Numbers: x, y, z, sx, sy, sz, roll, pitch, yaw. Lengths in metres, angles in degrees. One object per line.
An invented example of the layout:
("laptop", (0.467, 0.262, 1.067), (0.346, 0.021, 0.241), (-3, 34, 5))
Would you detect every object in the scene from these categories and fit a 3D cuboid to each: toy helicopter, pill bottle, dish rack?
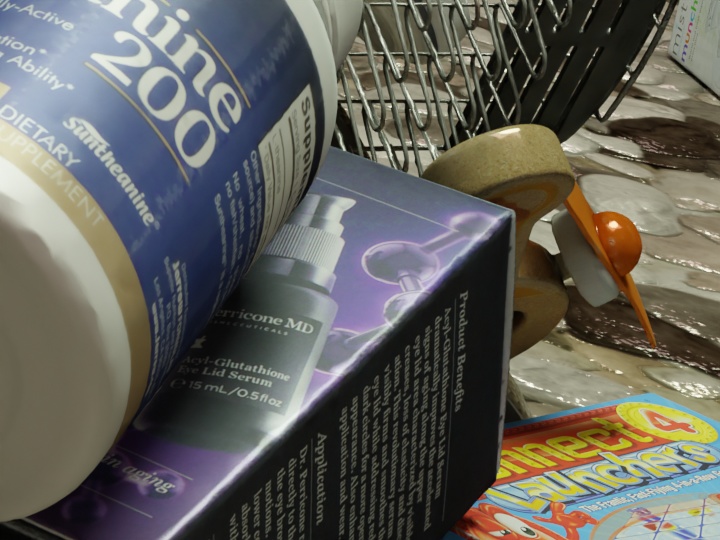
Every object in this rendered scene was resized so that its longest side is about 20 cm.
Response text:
("toy helicopter", (0.043, 0.000, 0.912), (0.132, 0.079, 0.200), (-14, -18, -11))
("pill bottle", (-0.072, -0.034, 0.718), (0.110, 0.111, 0.200), (17, 37, 14))
("dish rack", (0.012, -0.066, 0.934), (0.199, 0.154, 0.055), (-3, 59, -21))

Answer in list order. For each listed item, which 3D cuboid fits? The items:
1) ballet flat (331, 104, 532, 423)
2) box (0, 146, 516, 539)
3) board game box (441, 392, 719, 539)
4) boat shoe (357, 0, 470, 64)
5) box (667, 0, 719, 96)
("ballet flat", (0.000, 0.000, 1.037), (0.200, 0.067, 0.046), (53, 11, -7))
("box", (-0.065, 0.046, 0.793), (0.147, 0.105, 0.200), (19, 38, 24))
("board game box", (0.115, 0.111, 0.910), (0.195, 0.056, 0.200), (24, 19, 34))
("boat shoe", (-0.043, -0.134, 0.952), (0.200, 0.066, 0.072), (48, -18, -26))
("box", (0.343, -0.163, 1.971), (0.199, 0.097, 0.177), (8, 16, -15))
